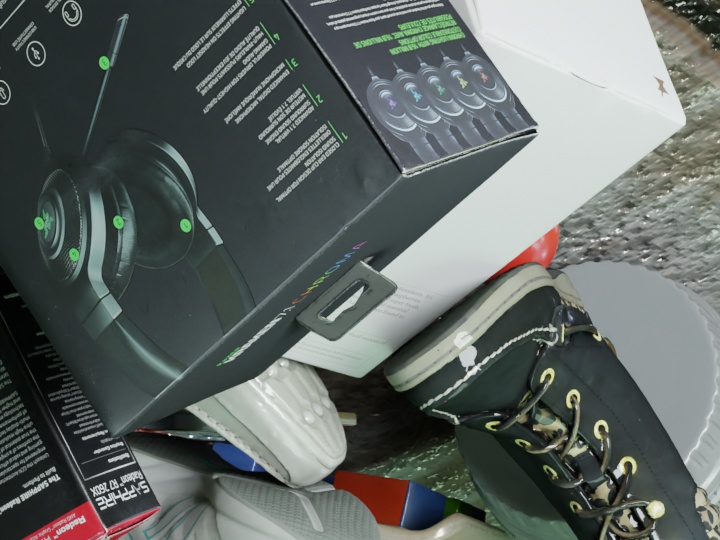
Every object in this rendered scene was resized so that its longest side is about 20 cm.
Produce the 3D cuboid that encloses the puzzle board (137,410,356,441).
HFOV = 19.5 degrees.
[{"bbox_3d":[-0.124,0.073,1.049,0.199,0.017,0.151,5,174,-28],"label":"puzzle board"}]

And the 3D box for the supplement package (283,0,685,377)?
[{"bbox_3d":[0.010,-0.066,0.862,0.121,0.120,0.200,19,135,-40],"label":"supplement package"}]

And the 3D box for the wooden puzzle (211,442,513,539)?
[{"bbox_3d":[-0.015,0.130,1.149,0.199,0.046,0.185,4,169,21],"label":"wooden puzzle"}]

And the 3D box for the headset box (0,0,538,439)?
[{"bbox_3d":[-0.059,-0.063,0.751,0.174,0.200,0.093,-42,168,35],"label":"headset box"}]

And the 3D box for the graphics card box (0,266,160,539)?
[{"bbox_3d":[-0.183,0.046,0.891,0.125,0.200,0.051,-32,173,26],"label":"graphics card box"}]

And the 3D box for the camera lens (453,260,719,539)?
[{"bbox_3d":[0.154,0.101,1.129,0.160,0.160,0.200,-24,146,15],"label":"camera lens"}]

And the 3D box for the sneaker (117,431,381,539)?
[{"bbox_3d":[-0.062,0.125,0.938,0.070,0.081,0.200,9,-179,-39],"label":"sneaker"}]

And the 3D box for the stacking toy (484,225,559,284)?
[{"bbox_3d":[0.000,0.000,1.000,0.199,0.086,0.085,-13,147,-9],"label":"stacking toy"}]

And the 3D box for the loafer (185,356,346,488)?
[{"bbox_3d":[-0.090,0.025,0.915,0.070,0.200,0.070,-48,173,18],"label":"loafer"}]

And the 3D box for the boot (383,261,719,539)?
[{"bbox_3d":[0.094,0.077,0.922,0.073,0.154,0.203,-36,171,16],"label":"boot"}]
